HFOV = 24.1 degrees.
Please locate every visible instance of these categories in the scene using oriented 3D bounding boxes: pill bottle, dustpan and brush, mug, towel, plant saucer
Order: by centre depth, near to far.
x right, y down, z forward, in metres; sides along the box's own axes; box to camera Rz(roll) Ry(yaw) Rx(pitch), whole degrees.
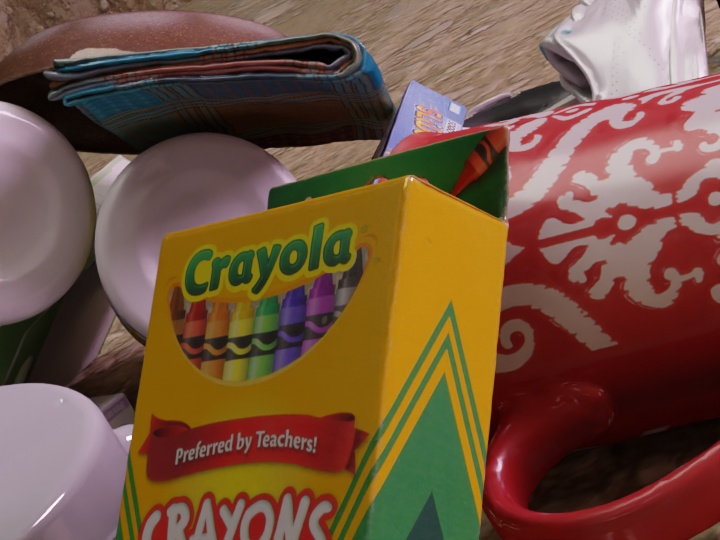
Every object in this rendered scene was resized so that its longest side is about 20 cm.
[{"bbox_3d":[0.124,0.013,0.591,0.199,0.178,0.133,-14,-19,27],"label":"mug"},{"bbox_3d":[-0.127,0.083,0.737,0.200,0.057,0.139,-32,36,-28],"label":"dustpan and brush"},{"bbox_3d":[-0.058,-0.080,0.833,0.146,0.022,0.200,-5,-6,6],"label":"towel"},{"bbox_3d":[-0.108,-0.101,0.902,0.199,0.037,0.200,-2,-8,0],"label":"plant saucer"},{"bbox_3d":[-0.226,-0.025,0.903,0.112,0.113,0.200,-35,15,-26],"label":"pill bottle"},{"bbox_3d":[-0.087,-0.005,0.916,0.111,0.112,0.200,-30,-1,-9],"label":"pill bottle"}]

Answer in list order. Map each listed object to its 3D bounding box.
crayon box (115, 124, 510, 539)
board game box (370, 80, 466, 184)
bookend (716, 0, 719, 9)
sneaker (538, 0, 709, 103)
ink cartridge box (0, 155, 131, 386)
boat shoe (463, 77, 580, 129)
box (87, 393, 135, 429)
[{"bbox_3d":[-0.019,0.049,0.549,0.127,0.051,0.201,-12,64,45],"label":"crayon box"},{"bbox_3d":[0.000,0.000,0.796,0.136,0.034,0.200,-63,3,23],"label":"board game box"},{"bbox_3d":[0.228,-0.204,0.910,0.092,0.201,0.199,-25,15,9],"label":"bookend"},{"bbox_3d":[0.139,-0.134,0.897,0.088,0.075,0.201,-5,53,13],"label":"sneaker"},{"bbox_3d":[-0.191,0.032,1.000,0.146,0.048,0.200,-61,-5,31],"label":"ink cartridge box"},{"bbox_3d":[0.079,-0.062,0.938,0.199,0.074,0.060,-27,15,-8],"label":"boat shoe"},{"bbox_3d":[-0.183,0.130,0.816,0.041,0.039,0.200,-10,23,45],"label":"box"}]
